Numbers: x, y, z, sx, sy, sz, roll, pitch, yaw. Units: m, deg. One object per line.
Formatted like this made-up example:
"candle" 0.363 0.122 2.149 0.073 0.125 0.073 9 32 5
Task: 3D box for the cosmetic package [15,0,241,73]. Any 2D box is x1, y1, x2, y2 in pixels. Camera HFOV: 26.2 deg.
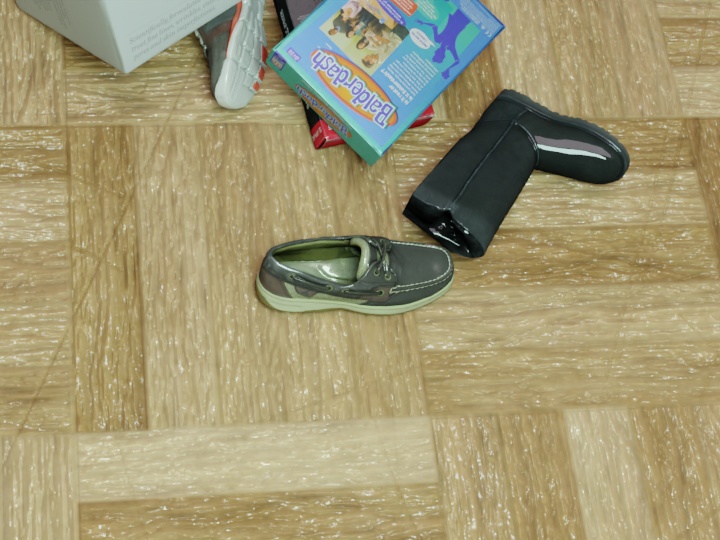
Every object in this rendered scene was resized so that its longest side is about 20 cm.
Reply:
"cosmetic package" -0.248 -0.333 1.545 0.165 0.165 0.200 -37 50 -24

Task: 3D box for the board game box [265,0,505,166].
"board game box" 0.026 -0.228 1.563 0.152 0.045 0.200 45 71 -3

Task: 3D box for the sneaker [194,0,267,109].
"sneaker" -0.146 -0.251 1.622 0.081 0.077 0.201 -6 59 17

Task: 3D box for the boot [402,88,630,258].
"boot" 0.158 -0.085 1.555 0.164 0.066 0.200 25 47 18

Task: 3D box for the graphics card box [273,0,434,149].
"graphics card box" -0.012 -0.235 1.605 0.125 0.051 0.201 -15 84 -16

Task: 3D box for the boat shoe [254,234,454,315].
"boat shoe" -0.001 -0.001 1.500 0.200 0.066 0.072 -3 60 -13
